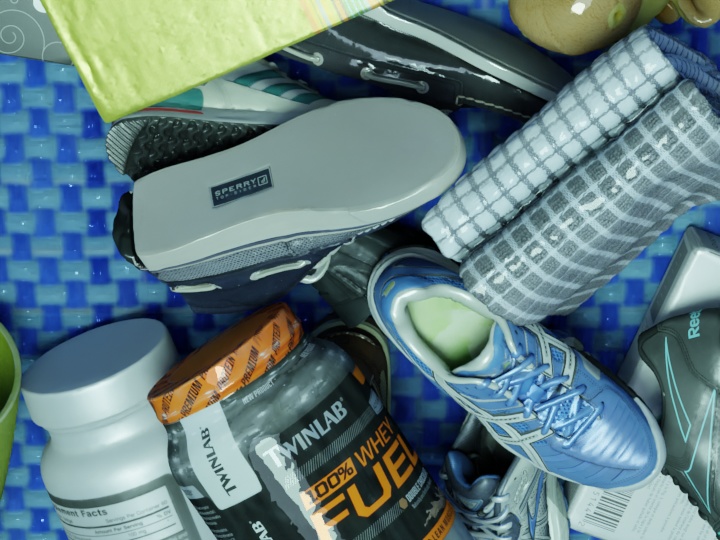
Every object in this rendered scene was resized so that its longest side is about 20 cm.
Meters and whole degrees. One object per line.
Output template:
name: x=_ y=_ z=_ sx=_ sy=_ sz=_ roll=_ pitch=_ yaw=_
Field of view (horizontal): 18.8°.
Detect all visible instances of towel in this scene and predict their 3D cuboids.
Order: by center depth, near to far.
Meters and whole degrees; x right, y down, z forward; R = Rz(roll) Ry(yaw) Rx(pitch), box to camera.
towel: x=-0.064 y=-0.152 z=1.128 sx=0.200 sy=0.018 sz=0.086 roll=-22 pitch=106 yaw=13
towel: x=0.138 y=-0.045 z=1.201 sx=0.166 sy=0.200 sz=0.086 roll=-42 pitch=76 yaw=14

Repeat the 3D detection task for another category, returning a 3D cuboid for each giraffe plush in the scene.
giraffe plush: x=0.114 y=-0.190 z=1.190 sx=0.200 sy=0.172 sz=0.162 roll=-31 pitch=123 yaw=-24

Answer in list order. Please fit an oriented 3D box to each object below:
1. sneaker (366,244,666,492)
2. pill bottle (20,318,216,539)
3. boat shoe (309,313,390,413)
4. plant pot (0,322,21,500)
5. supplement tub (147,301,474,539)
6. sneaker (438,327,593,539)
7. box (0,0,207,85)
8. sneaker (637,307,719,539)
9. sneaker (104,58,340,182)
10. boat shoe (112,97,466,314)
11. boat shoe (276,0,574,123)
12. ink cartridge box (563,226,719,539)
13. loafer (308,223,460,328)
sneaker: x=0.085 y=0.064 z=1.227 sx=0.200 sy=0.077 sz=0.076 roll=33 pitch=98 yaw=-2
pill bottle: x=-0.125 y=0.138 z=1.321 sx=0.116 sy=0.116 sz=0.200 roll=-17 pitch=109 yaw=7
boat shoe: x=-0.011 y=0.132 z=1.338 sx=0.075 sy=0.075 sz=0.203 roll=-5 pitch=111 yaw=3
plant pot: x=-0.294 y=0.140 z=1.308 sx=0.187 sy=0.187 sz=0.200 roll=4 pitch=126 yaw=0
supplement tub: x=-0.027 y=0.126 z=1.236 sx=0.122 sy=0.123 sz=0.200 roll=-33 pitch=99 yaw=12
sneaker: x=0.081 y=0.134 z=1.322 sx=0.077 sy=0.085 sz=0.200 roll=18 pitch=109 yaw=37
box: x=-0.167 y=-0.200 z=1.187 sx=0.200 sy=0.124 sz=0.149 roll=9 pitch=112 yaw=-2
sneaker: x=0.219 y=0.113 z=1.292 sx=0.079 sy=0.075 sz=0.200 roll=-9 pitch=104 yaw=20
sneaker: x=-0.047 y=-0.094 z=1.245 sx=0.199 sy=0.094 sz=0.070 roll=4 pitch=141 yaw=-12
boat shoe: x=-0.029 y=-0.032 z=1.203 sx=0.200 sy=0.075 sz=0.093 roll=-12 pitch=152 yaw=15
boat shoe: x=0.031 y=-0.120 z=1.242 sx=0.200 sy=0.074 sz=0.060 roll=23 pitch=110 yaw=-4
ink cartridge box: x=0.242 y=0.095 z=1.336 sx=0.176 sy=0.045 sz=0.200 roll=21 pitch=110 yaw=-6
loafer: x=0.000 y=0.000 z=1.290 sx=0.200 sy=0.068 sz=0.070 roll=22 pitch=101 yaw=-11
